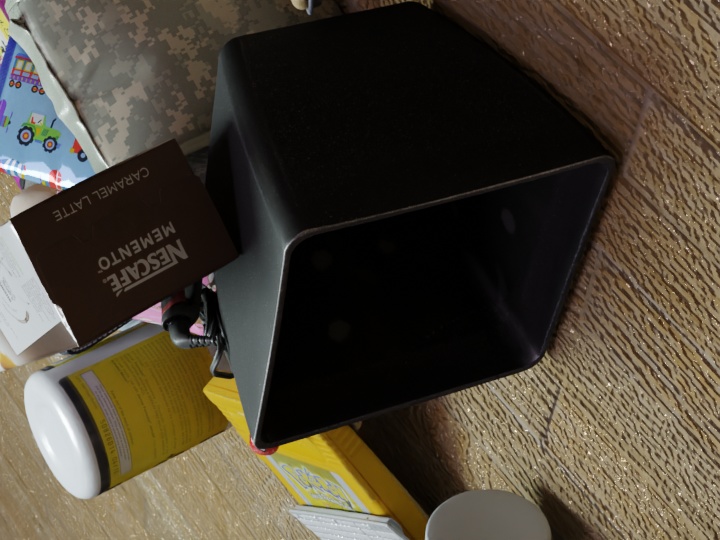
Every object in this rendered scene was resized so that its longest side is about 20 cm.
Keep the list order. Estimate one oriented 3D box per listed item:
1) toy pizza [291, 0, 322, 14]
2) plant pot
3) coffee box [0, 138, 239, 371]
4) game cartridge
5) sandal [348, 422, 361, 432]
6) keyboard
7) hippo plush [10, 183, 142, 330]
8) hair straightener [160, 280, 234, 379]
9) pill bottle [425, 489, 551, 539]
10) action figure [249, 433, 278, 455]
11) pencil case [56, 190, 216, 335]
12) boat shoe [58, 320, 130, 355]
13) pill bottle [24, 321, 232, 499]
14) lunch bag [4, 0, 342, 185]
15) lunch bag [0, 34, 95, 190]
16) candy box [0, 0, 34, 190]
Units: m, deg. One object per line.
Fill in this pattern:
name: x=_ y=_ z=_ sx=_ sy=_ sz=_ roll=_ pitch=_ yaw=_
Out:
toy pizza: x=-0.048 y=-0.250 z=1.000 sx=0.200 sy=0.031 sz=0.202 roll=173 pitch=90 yaw=-87
plant pot: x=0.004 y=-0.043 z=1.018 sx=0.201 sy=0.198 sz=0.178 roll=103 pitch=145 yaw=-51
coffee box: x=-0.172 y=-0.003 z=1.021 sx=0.080 sy=0.114 sz=0.200 roll=62 pitch=153 yaw=-6
game cartridge: x=-0.018 y=0.163 z=1.307 sx=0.200 sy=0.032 sz=0.176 roll=50 pitch=160 yaw=-24
sandal: x=-0.034 y=0.074 z=1.301 sx=0.078 sy=0.070 sz=0.211 roll=45 pitch=162 yaw=-12
keyboard: x=0.001 y=0.203 z=1.297 sx=0.056 sy=0.011 sz=0.200 roll=48 pitch=161 yaw=-12
hippo plush: x=-0.227 y=-0.027 z=1.531 sx=0.199 sy=0.160 sz=0.161 roll=28 pitch=-174 yaw=-21
hair straightener: x=-0.099 y=0.009 z=1.121 sx=0.077 sy=0.041 sz=0.200 roll=36 pitch=-165 yaw=-28
pill bottle: x=0.087 y=0.251 z=1.180 sx=0.113 sy=0.112 sz=0.201 roll=38 pitch=143 yaw=42
action figure: x=-0.063 y=0.037 z=1.179 sx=0.065 sy=0.051 sz=0.202 roll=-141 pitch=46 yaw=-56
pencil case: x=-0.143 y=0.002 z=1.282 sx=0.087 sy=0.198 sz=0.083 roll=140 pitch=146 yaw=-88
boat shoe: x=-0.159 y=0.013 z=1.354 sx=0.093 sy=0.200 sz=0.075 roll=45 pitch=-179 yaw=23
pill bottle: x=-0.167 y=0.098 z=1.413 sx=0.112 sy=0.199 sz=0.113 roll=42 pitch=145 yaw=38
lunch bag: x=-0.118 y=-0.140 z=1.131 sx=0.165 sy=0.199 sz=0.118 roll=59 pitch=152 yaw=10
lunch bag: x=-0.179 y=-0.155 z=1.267 sx=0.149 sy=0.094 sz=0.202 roll=16 pitch=96 yaw=17
candy box: x=-0.314 y=-0.185 z=1.601 sx=0.137 sy=0.061 sz=0.200 roll=57 pitch=151 yaw=18
